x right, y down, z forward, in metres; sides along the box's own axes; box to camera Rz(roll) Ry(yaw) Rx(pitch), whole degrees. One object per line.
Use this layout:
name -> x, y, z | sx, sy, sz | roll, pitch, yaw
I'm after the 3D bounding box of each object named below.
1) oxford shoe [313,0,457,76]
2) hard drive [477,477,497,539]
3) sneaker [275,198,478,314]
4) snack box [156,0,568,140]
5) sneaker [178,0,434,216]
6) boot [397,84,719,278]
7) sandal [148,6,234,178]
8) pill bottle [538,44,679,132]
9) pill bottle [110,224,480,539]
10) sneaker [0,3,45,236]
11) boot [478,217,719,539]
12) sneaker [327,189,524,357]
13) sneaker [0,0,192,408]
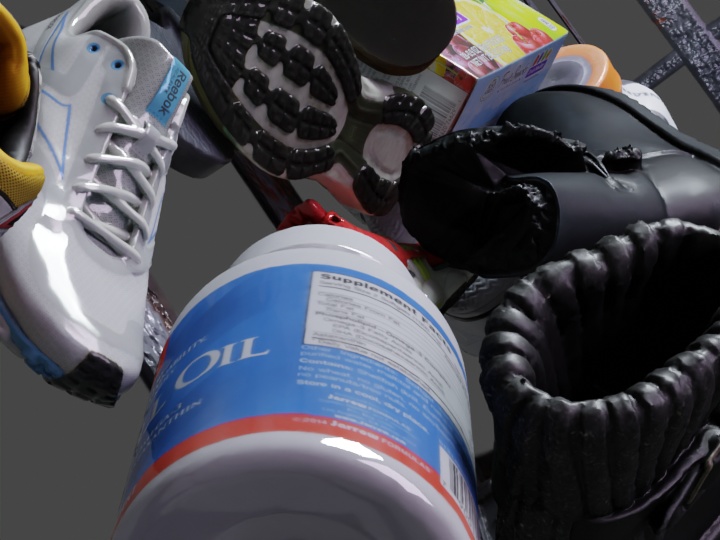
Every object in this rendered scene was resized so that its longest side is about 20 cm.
oxford shoe -> -0.036, -0.170, 0.889 | 0.200, 0.071, 0.071 | 51, -9, 2
hard drive -> 0.126, 0.105, 0.756 | 0.038, 0.200, 0.140 | 44, 17, -30
sneaker -> 0.000, 0.000, 0.867 | 0.085, 0.077, 0.200 | 46, 13, 5
snack box -> -0.003, -0.147, 1.011 | 0.200, 0.068, 0.169 | 32, 25, 11
sneaker -> -0.043, -0.081, 0.847 | 0.089, 0.077, 0.200 | 21, -7, 28
boot -> 0.084, -0.049, 0.904 | 0.168, 0.076, 0.200 | 1, 19, -36
sandal -> -0.093, -0.077, 0.838 | 0.076, 0.043, 0.200 | 58, 5, -9
pill bottle -> 0.163, -0.047, 1.146 | 0.200, 0.106, 0.106 | 55, 12, -34
pill bottle -> -0.018, 0.060, 0.606 | 0.112, 0.112, 0.200 | 48, 15, -17
sneaker -> -0.138, -0.063, 0.581 | 0.078, 0.082, 0.200 | 39, 20, -42
boot -> 0.107, 0.034, 0.642 | 0.211, 0.079, 0.158 | -53, 152, -41
sneaker -> 0.045, -0.023, 1.050 | 0.200, 0.075, 0.115 | 56, 2, 42
sneaker -> -0.096, -0.039, 0.645 | 0.075, 0.087, 0.200 | 41, 20, -41
